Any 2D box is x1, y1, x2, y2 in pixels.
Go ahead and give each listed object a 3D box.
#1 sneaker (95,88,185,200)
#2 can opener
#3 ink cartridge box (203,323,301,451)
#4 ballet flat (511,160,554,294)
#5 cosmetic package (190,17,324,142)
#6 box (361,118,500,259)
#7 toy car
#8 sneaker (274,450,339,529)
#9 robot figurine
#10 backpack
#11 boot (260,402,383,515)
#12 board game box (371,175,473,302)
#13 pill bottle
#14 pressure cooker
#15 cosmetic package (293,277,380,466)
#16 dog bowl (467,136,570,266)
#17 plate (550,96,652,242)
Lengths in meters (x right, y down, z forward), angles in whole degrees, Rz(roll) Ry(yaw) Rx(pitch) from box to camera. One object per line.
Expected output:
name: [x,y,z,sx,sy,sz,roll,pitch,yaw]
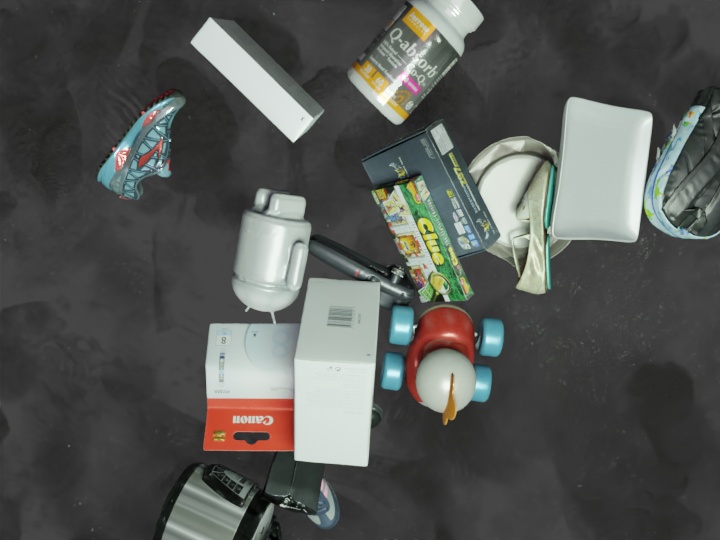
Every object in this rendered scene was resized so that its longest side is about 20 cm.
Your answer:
sneaker: [-0.326,-0.195,1.271,0.095,0.080,0.200,39,111,-17]
can opener: [0.000,0.000,1.301,0.197,0.063,0.080,29,104,-5]
ink cartridge box: [-0.174,0.186,1.304,0.156,0.048,0.204,0,63,2]
ballet flat: [0.259,-0.062,1.218,0.061,0.067,0.205,3,103,17]
cosmetic package: [-0.146,-0.284,1.194,0.200,0.151,0.052,44,102,-7]
box: [0.105,-0.111,1.232,0.156,0.051,0.203,-14,107,51]
toy car: [0.128,0.172,1.253,0.180,0.201,0.180,8,120,-2]
sneaker: [-0.097,0.372,1.385,0.069,0.082,0.203,-26,102,8]
robot figurine: [-0.142,-0.024,1.269,0.111,0.168,0.205,4,101,-39]
backpack: [0.518,-0.143,1.216,0.161,0.154,0.203,27,82,-10]
boot: [-0.059,0.297,1.306,0.161,0.202,0.066,11,137,6]
board game box: [0.095,-0.044,1.236,0.104,0.023,0.203,-8,113,49]
pill bottle: [0.082,-0.328,1.192,0.116,0.117,0.200,41,102,-8]
pressure cooker: [-0.227,0.436,1.350,0.196,0.178,0.180,22,143,8]
cosmetic package: [-0.036,0.154,1.243,0.120,0.201,0.204,3,123,2]
dog bowl: [0.248,-0.111,1.267,0.195,0.059,0.205,1,104,3]
plate: [0.360,-0.148,1.219,0.196,0.032,0.205,0,97,-34]
